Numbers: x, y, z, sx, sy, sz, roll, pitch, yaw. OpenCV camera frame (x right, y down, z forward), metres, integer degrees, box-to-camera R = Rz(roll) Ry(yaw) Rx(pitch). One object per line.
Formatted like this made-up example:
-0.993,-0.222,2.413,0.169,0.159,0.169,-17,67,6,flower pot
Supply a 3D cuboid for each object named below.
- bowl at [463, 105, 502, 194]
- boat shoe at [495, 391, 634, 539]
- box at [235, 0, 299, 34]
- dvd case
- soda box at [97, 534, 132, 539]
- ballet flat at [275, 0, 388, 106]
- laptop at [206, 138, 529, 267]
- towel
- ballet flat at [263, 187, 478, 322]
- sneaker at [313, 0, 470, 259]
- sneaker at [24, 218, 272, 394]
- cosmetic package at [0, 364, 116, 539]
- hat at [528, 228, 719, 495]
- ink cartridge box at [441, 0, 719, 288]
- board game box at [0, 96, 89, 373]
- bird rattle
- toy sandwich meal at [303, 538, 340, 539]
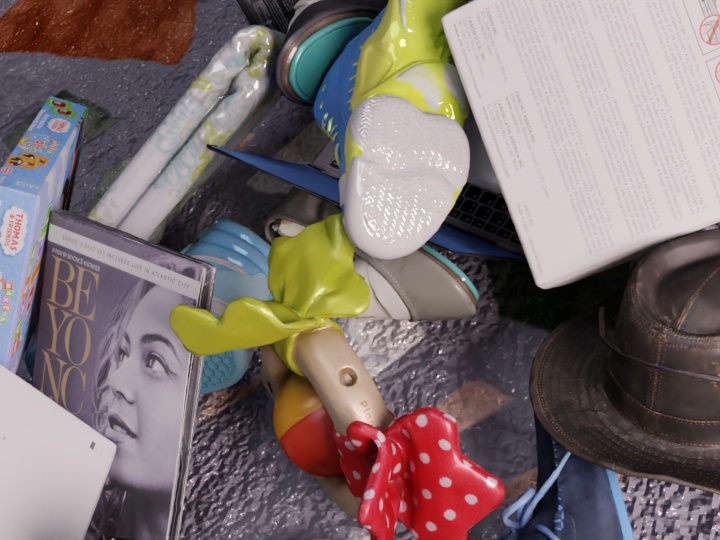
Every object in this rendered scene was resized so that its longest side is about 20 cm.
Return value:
0.134,-0.128,0.773,0.197,0.092,0.202,-1,32,1,bowl
0.102,0.146,0.616,0.067,0.085,0.202,-10,46,5,boat shoe
-0.023,-0.237,0.923,0.159,0.200,0.050,-27,55,5,box
-0.157,0.077,0.770,0.147,0.016,0.204,18,104,38,dvd case
-0.145,0.226,0.628,0.201,0.063,0.071,-52,38,25,soda box
-0.005,-0.157,0.834,0.072,0.074,0.199,17,26,36,ballet flat
0.041,-0.087,0.803,0.185,0.117,0.201,24,66,27,laptop
-0.116,-0.086,0.868,0.201,0.048,0.171,-50,7,8,towel
0.000,0.000,0.810,0.064,0.068,0.199,-43,39,-10,ballet flat
0.013,-0.079,0.726,0.105,0.075,0.202,-34,32,50,sneaker
-0.133,0.030,0.854,0.197,0.080,0.131,-10,33,32,sneaker
-0.293,0.122,0.729,0.198,0.199,0.124,-16,44,39,cosmetic package
0.182,0.027,0.631,0.197,0.082,0.201,-4,27,2,hat
0.159,-0.099,0.657,0.197,0.050,0.163,-22,84,20,ink cartridge box
-0.231,-0.018,0.849,0.036,0.153,0.201,14,21,-8,board game box
-0.006,0.077,0.687,0.112,0.163,0.201,-36,76,-20,bird rattle
-0.043,0.223,0.638,0.202,0.071,0.208,-15,48,16,toy sandwich meal
